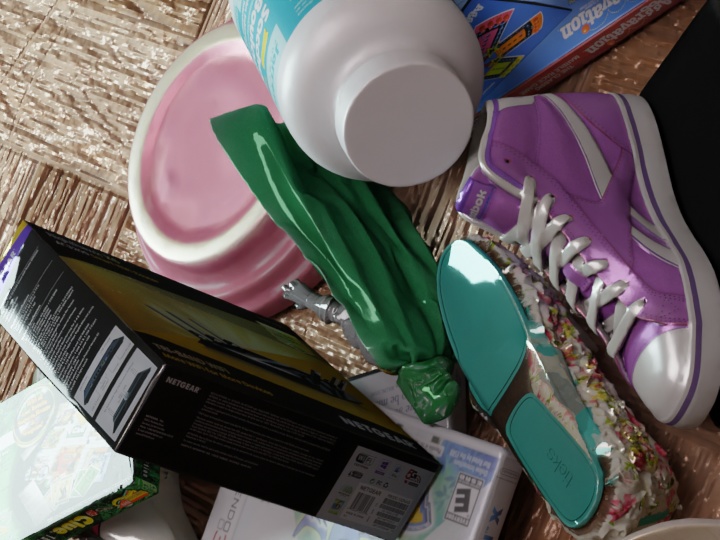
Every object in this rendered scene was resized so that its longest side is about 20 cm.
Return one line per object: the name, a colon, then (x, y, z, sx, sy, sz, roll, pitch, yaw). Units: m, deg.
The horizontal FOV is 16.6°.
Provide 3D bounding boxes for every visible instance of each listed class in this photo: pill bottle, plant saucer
pill bottle: (0.000, -0.120, 1.318, 0.111, 0.110, 0.200, -53, 28, 15)
plant saucer: (-0.071, -0.070, 1.472, 0.200, 0.051, 0.202, -18, 63, 39)

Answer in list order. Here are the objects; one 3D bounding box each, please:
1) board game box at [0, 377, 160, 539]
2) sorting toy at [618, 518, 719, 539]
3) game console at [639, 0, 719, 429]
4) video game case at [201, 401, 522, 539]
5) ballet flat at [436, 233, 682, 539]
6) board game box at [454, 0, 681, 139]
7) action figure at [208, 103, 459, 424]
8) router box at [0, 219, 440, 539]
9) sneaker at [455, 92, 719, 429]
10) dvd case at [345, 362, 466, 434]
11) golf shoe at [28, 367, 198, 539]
board game box: (-0.184, 0.112, 1.427, 0.199, 0.023, 0.105, -28, 51, 39)
sorting toy: (0.211, 0.181, 1.065, 0.180, 0.107, 0.201, -37, 50, 19)
game console: (0.228, -0.049, 1.191, 0.175, 0.117, 0.201, -15, 60, 6)
video game case: (-0.016, 0.159, 1.318, 0.199, 0.022, 0.183, 16, 85, 47)
ballet flat: (0.099, 0.062, 1.241, 0.076, 0.064, 0.201, -58, 41, 33)
board game box: (0.095, -0.148, 1.361, 0.200, 0.019, 0.103, -32, 52, 32)
action figure: (0.000, 0.000, 1.324, 0.055, 0.118, 0.201, -57, 50, 36)
router box: (-0.077, 0.058, 1.260, 0.157, 0.199, 0.052, 40, 102, 46)
sneaker: (0.104, -0.005, 1.217, 0.073, 0.114, 0.201, 114, 150, -43)
dvd case: (0.001, 0.153, 1.334, 0.142, 0.017, 0.201, -19, 61, 38)
golf shoe: (-0.144, 0.105, 1.457, 0.092, 0.072, 0.200, -55, 45, 13)
